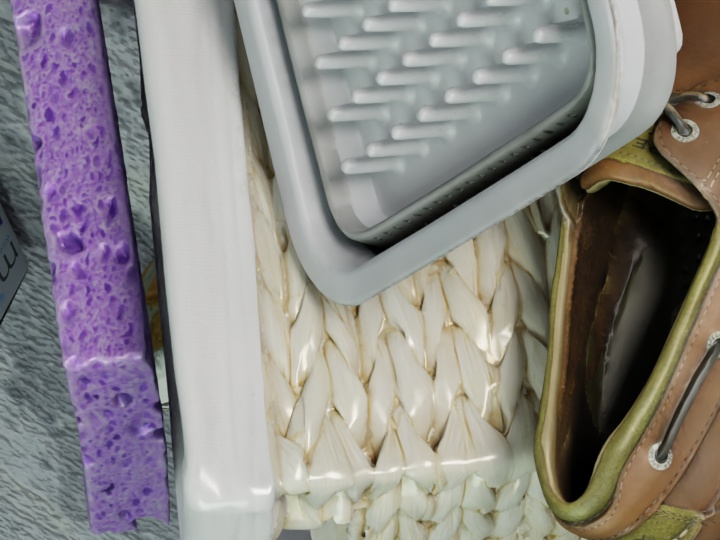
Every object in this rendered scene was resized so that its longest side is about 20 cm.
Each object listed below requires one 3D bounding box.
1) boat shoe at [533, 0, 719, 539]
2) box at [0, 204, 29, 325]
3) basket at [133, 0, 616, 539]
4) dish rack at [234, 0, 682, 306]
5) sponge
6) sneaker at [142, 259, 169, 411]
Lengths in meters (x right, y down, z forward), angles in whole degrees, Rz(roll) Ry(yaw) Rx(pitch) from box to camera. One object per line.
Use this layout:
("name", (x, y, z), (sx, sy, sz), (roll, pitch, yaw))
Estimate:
("boat shoe", (0.090, -0.024, 0.772), (0.068, 0.201, 0.072), (17, 166, -41))
("box", (-0.253, -0.039, 1.149), (0.199, 0.097, 0.177), (13, 148, 21))
("basket", (0.000, 0.000, 0.878), (0.122, 0.201, 0.136), (-6, 153, -5))
("dish rack", (0.017, -0.104, 0.758), (0.043, 0.201, 0.171), (-6, 167, -30))
("sponge", (-0.088, -0.031, 0.931), (0.030, 0.201, 0.112), (-8, 151, -4))
("sneaker", (-0.028, 0.030, 1.101), (0.088, 0.076, 0.200), (39, 150, -24))
